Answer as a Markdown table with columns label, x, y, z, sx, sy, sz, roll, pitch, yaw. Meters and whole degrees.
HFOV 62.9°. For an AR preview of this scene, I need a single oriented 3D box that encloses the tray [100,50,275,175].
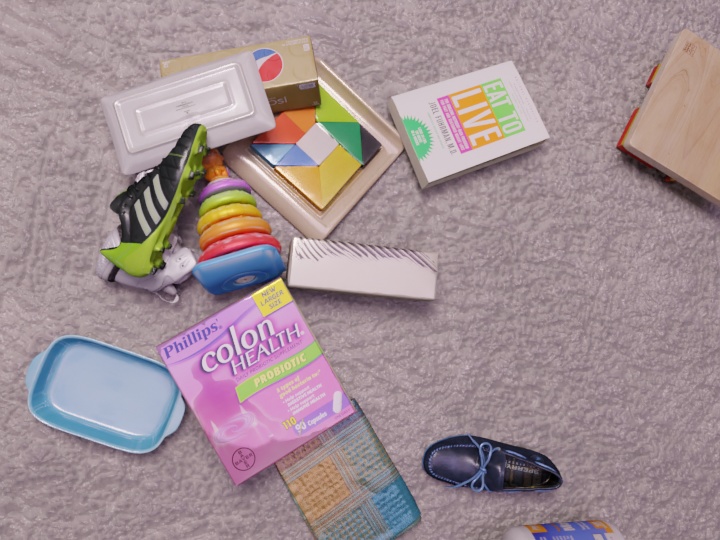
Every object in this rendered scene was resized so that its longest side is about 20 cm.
| label | x | y | z | sx | sy | sz | roll | pitch | yaw |
| --- | --- | --- | --- | --- | --- | --- | --- | --- | --- |
| tray | -0.214 | -0.197 | 0.726 | 0.199 | 0.022 | 0.108 | -19 | 86 | -2 |

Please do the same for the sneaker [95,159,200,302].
| label | x | y | z | sx | sy | sz | roll | pitch | yaw |
| --- | --- | --- | --- | --- | --- | --- | --- | --- | --- |
| sneaker | -0.250 | -0.058 | 0.772 | 0.115 | 0.075 | 0.200 | 27 | 89 | -8 |

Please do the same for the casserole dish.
| label | x | y | z | sx | sy | sz | roll | pitch | yaw |
| --- | --- | --- | --- | --- | --- | --- | --- | --- | --- |
| casserole dish | -0.327 | 0.158 | 0.768 | 0.199 | 0.039 | 0.122 | 21 | 85 | -7 |

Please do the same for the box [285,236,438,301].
| label | x | y | z | sx | sy | sz | roll | pitch | yaw |
| --- | --- | --- | --- | --- | --- | --- | --- | --- | --- |
| box | 0.000 | 0.000 | 0.806 | 0.199 | 0.082 | 0.069 | 6 | 86 | -11 |

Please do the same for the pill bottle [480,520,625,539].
| label | x | y | z | sx | sy | sz | roll | pitch | yaw |
| --- | --- | --- | --- | --- | --- | --- | --- | --- | --- |
| pill bottle | 0.262 | 0.412 | 0.820 | 0.199 | 0.112 | 0.113 | 1 | 88 | -9 |

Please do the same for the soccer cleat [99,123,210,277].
| label | x | y | z | sx | sy | sz | roll | pitch | yaw |
| --- | --- | --- | --- | --- | --- | --- | --- | --- | --- |
| soccer cleat | -0.244 | -0.089 | 0.698 | 0.081 | 0.068 | 0.201 | 26 | 96 | -4 |

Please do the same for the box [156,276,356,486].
| label | x | y | z | sx | sy | sz | roll | pitch | yaw |
| --- | --- | --- | --- | --- | --- | --- | --- | --- | --- |
| box | -0.132 | 0.137 | 0.771 | 0.176 | 0.097 | 0.200 | -29 | 92 | -9 |

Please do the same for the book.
| label | x | y | z | sx | sy | sz | roll | pitch | yaw |
| --- | --- | --- | --- | --- | --- | --- | --- | --- | --- |
| book | 0.154 | -0.212 | 0.849 | 0.199 | 0.048 | 0.134 | -22 | 86 | -15 |

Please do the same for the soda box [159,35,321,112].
| label | x | y | z | sx | sy | sz | roll | pitch | yaw |
| --- | --- | --- | --- | --- | --- | --- | --- | --- | --- |
| soda box | -0.156 | -0.247 | 0.778 | 0.199 | 0.064 | 0.068 | -10 | 76 | -2 |

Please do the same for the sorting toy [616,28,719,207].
| label | x | y | z | sx | sy | sz | roll | pitch | yaw |
| --- | --- | --- | --- | --- | --- | --- | --- | --- | --- |
| sorting toy | 0.511 | -0.222 | 0.902 | 0.198 | 0.070 | 0.200 | 28 | 84 | -8 |

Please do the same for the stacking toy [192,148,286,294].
| label | x | y | z | sx | sy | sz | roll | pitch | yaw |
| --- | --- | --- | --- | --- | --- | --- | --- | --- | --- |
| stacking toy | -0.175 | -0.078 | 0.776 | 0.109 | 0.116 | 0.201 | -17 | 74 | -4 |

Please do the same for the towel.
| label | x | y | z | sx | sy | sz | roll | pitch | yaw |
| --- | --- | --- | --- | --- | --- | --- | --- | --- | --- |
| towel | -0.020 | 0.301 | 0.824 | 0.146 | 0.022 | 0.200 | -30 | 91 | -10 |

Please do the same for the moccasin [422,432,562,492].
| label | x | y | z | sx | sy | sz | roll | pitch | yaw |
| --- | --- | --- | --- | --- | --- | --- | --- | --- | --- |
| moccasin | 0.190 | 0.273 | 0.833 | 0.199 | 0.068 | 0.081 | 3 | 88 | -9 |

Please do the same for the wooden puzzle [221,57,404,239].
| label | x | y | z | sx | sy | sz | roll | pitch | yaw |
| --- | --- | --- | --- | --- | --- | --- | --- | --- | --- |
| wooden puzzle | -0.062 | -0.170 | 0.823 | 0.185 | 0.037 | 0.200 | 42 | 83 | -6 |
